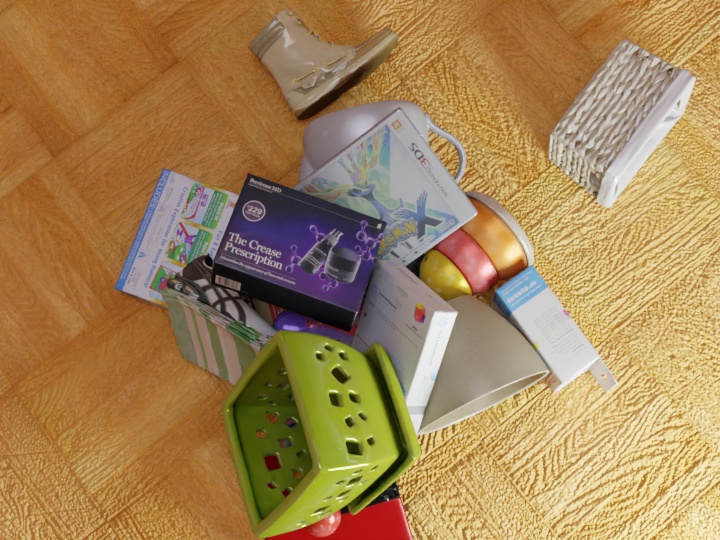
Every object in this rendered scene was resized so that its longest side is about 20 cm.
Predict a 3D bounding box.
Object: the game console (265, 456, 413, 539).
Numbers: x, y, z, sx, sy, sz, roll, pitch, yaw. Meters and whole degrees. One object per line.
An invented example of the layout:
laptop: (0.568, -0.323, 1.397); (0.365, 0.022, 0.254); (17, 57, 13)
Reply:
game console: (-0.039, 0.341, 1.647); (0.199, 0.119, 0.173); (-16, 46, 0)

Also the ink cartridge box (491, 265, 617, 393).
ink cartridge box: (0.270, 0.102, 1.623); (0.068, 0.115, 0.200); (-34, 77, -4)

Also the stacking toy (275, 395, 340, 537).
stacking toy: (-0.066, 0.274, 1.590); (0.085, 0.086, 0.201); (-13, 54, 2)

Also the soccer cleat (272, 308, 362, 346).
soccer cleat: (-0.025, 0.077, 1.645); (0.199, 0.073, 0.069); (5, 71, -6)

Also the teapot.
teapot: (0.018, -0.155, 1.668); (0.199, 0.197, 0.147); (-16, 85, 42)

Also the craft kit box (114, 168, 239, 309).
craft kit box: (-0.239, -0.029, 1.727); (0.196, 0.049, 0.201); (19, 80, 11)

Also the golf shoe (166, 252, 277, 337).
golf shoe: (-0.180, 0.041, 1.640); (0.199, 0.078, 0.095); (31, 71, 20)

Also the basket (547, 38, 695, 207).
basket: (0.374, -0.216, 1.676); (0.123, 0.136, 0.200); (37, 83, 15)

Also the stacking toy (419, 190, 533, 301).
stacking toy: (0.133, -0.002, 1.627); (0.200, 0.146, 0.146); (-41, 78, -14)

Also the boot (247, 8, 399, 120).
boot: (-0.057, -0.347, 1.764); (0.200, 0.073, 0.156); (-37, 81, 2)

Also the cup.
cup: (0.139, 0.120, 1.588); (0.199, 0.200, 0.144); (-25, 76, -1)

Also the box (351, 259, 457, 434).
box: (0.046, 0.108, 1.543); (0.041, 0.156, 0.201); (2, 114, -32)

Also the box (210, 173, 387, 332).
box: (-0.082, -0.024, 1.532); (0.199, 0.079, 0.142); (19, 64, -1)

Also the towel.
towel: (-0.191, 0.113, 1.612); (0.199, 0.153, 0.023); (24, 52, 30)

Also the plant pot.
plant pot: (-0.045, 0.208, 1.475); (0.181, 0.200, 0.200); (2, 55, -34)

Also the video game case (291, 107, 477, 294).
video game case: (0.029, -0.093, 1.589); (0.200, 0.022, 0.183); (-36, 100, 14)

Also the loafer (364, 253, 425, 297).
loafer: (0.000, 0.000, 1.665); (0.199, 0.073, 0.073); (-8, 48, -12)

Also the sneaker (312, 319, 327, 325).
sneaker: (-0.089, -0.015, 1.602); (0.199, 0.081, 0.116); (30, 78, 7)

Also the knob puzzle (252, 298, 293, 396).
knob puzzle: (-0.093, 0.099, 1.684); (0.218, 0.030, 0.221); (2, 72, -7)
